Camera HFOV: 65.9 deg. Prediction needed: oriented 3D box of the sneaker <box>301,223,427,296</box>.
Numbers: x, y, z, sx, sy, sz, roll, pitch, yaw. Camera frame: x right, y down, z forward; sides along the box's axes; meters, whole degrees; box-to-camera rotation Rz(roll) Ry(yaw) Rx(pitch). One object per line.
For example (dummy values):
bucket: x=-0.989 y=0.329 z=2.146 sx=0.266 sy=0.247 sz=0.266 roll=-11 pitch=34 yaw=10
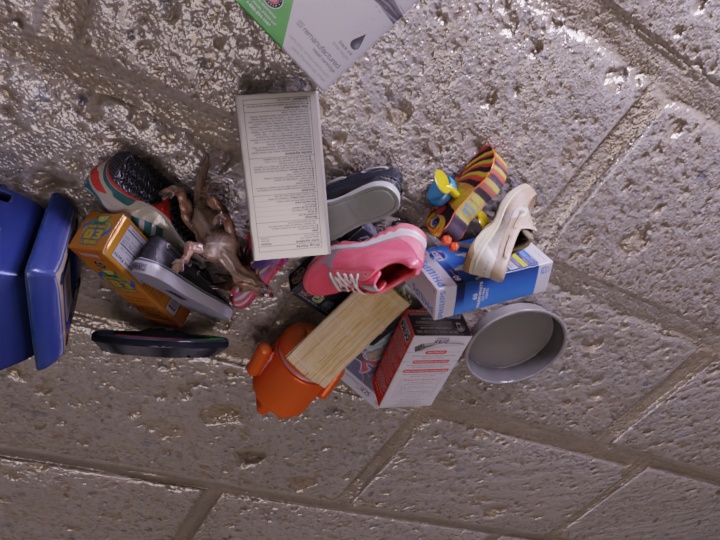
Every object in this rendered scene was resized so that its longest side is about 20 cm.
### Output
sneaker: x=0.000 y=0.000 z=0.789 sx=0.198 sy=0.087 sz=0.074 roll=-21 pitch=128 yaw=18

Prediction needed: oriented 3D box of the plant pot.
plant pot: x=-0.471 y=0.011 z=0.720 sx=0.178 sy=0.201 sz=0.201 roll=3 pitch=128 yaw=-20

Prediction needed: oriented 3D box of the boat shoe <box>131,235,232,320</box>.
boat shoe: x=-0.240 y=0.017 z=0.791 sx=0.068 sy=0.057 sz=0.200 roll=7 pitch=159 yaw=24

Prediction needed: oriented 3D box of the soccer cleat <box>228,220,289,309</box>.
soccer cleat: x=-0.146 y=-0.008 z=0.829 sx=0.076 sy=0.067 sz=0.201 roll=19 pitch=128 yaw=-6

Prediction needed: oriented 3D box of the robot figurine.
robot figurine: x=-0.110 y=0.171 z=0.961 sx=0.144 sy=0.117 sz=0.200 roll=40 pitch=118 yaw=5

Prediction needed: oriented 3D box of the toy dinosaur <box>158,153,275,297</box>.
toy dinosaur: x=-0.195 y=-0.048 z=0.750 sx=0.085 sy=0.202 sz=0.136 roll=-22 pitch=160 yaw=5

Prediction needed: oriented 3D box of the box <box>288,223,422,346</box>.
box: x=0.008 y=0.022 z=0.904 sx=0.161 sy=0.049 sz=0.200 roll=-41 pitch=125 yaw=17

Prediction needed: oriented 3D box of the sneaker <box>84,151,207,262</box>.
sneaker: x=-0.288 y=-0.079 z=0.770 sx=0.093 sy=0.071 sz=0.200 roll=-9 pitch=142 yaw=31

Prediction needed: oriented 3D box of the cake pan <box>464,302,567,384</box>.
cake pan: x=0.289 y=0.137 z=1.053 sx=0.198 sy=0.037 sz=0.202 roll=-5 pitch=129 yaw=-6

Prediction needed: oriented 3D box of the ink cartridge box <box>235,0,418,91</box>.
ink cartridge box: x=-0.021 y=-0.324 z=0.596 sx=0.200 sy=0.084 sz=0.146 roll=-39 pitch=125 yaw=19

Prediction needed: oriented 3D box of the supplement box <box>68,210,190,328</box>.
supplement box: x=-0.312 y=0.004 z=0.783 sx=0.066 sy=0.069 sz=0.201 roll=6 pitch=146 yaw=22

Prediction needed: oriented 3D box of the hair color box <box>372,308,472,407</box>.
hair color box: x=0.103 y=0.158 z=0.978 sx=0.110 sy=0.064 sz=0.201 roll=3 pitch=133 yaw=-21

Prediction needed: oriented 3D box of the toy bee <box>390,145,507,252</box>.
toy bee: x=0.141 y=-0.079 z=0.808 sx=0.130 sy=0.109 sz=0.201 roll=14 pitch=125 yaw=-22

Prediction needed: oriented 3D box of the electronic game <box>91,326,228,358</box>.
electronic game: x=-0.302 y=0.106 z=0.849 sx=0.198 sy=0.200 sz=0.042 roll=6 pitch=85 yaw=-14

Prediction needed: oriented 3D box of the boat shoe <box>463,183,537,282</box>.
boat shoe: x=0.218 y=-0.054 z=0.798 sx=0.065 sy=0.200 sz=0.073 roll=25 pitch=138 yaw=23

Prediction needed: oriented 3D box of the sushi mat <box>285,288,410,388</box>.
sushi mat: x=-0.018 y=0.094 z=0.877 sx=0.200 sy=0.012 sz=0.096 roll=-44 pitch=125 yaw=-1

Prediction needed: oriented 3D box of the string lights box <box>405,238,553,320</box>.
string lights box: x=0.179 y=0.003 z=0.854 sx=0.198 sy=0.103 sz=0.059 roll=-13 pitch=127 yaw=-18

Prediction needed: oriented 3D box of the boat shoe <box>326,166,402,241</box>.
boat shoe: x=-0.028 y=-0.093 z=0.793 sx=0.198 sy=0.061 sz=0.076 roll=-10 pitch=129 yaw=25

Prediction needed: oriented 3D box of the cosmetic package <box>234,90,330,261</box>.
cosmetic package: x=-0.096 y=-0.121 z=0.707 sx=0.102 sy=0.073 sz=0.202 roll=-4 pitch=106 yaw=-6

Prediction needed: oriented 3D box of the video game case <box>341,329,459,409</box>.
video game case: x=0.061 y=0.172 z=1.051 sx=0.199 sy=0.023 sz=0.182 roll=-32 pitch=127 yaw=15
